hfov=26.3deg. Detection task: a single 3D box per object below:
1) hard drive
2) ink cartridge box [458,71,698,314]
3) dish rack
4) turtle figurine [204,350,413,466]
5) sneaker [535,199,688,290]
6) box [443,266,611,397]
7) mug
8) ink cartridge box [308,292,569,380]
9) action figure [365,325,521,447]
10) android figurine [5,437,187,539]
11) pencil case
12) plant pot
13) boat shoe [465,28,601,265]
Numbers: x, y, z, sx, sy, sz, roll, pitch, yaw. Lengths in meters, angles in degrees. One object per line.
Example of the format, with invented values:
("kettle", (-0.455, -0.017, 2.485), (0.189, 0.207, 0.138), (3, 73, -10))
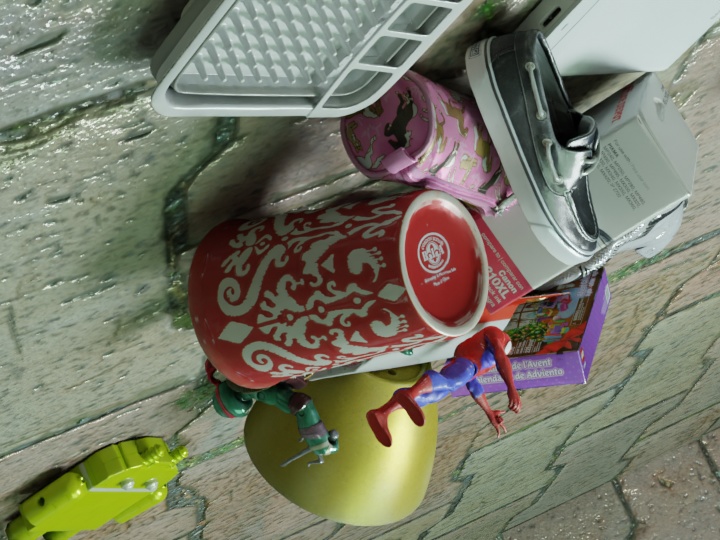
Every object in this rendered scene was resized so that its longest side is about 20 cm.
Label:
("hard drive", (0.211, -0.199, 1.197), (0.199, 0.027, 0.132), (-10, 154, -42))
("ink cartridge box", (0.178, -0.068, 1.297), (0.200, 0.085, 0.145), (-32, -169, 24))
("dish rack", (-0.027, -0.161, 0.952), (0.199, 0.044, 0.172), (-7, 153, -46))
("turtle figurine", (-0.055, 0.086, 1.306), (0.200, 0.150, 0.101), (-34, 142, 13))
("sneaker", (0.256, -0.035, 1.592), (0.199, 0.075, 0.115), (-34, 157, 8))
("box", (0.172, 0.060, 1.561), (0.136, 0.039, 0.200), (-9, -159, 20))
("mug", (-0.007, -0.006, 1.168), (0.199, 0.178, 0.134), (-12, 129, 40))
("ink cartridge box", (0.069, 0.060, 1.400), (0.162, 0.057, 0.199), (-6, 179, -40))
("action figure", (0.094, 0.114, 1.334), (0.065, 0.099, 0.200), (-34, 180, 38))
("android figurine", (-0.271, 0.233, 1.618), (0.199, 0.041, 0.182), (-32, 160, 16))
("pencil case", (0.062, -0.095, 1.162), (0.200, 0.086, 0.083), (13, 107, -59))
("plant pot", (-0.002, 0.134, 1.545), (0.199, 0.200, 0.142), (-9, 133, -42))
("boat shoe", (0.148, -0.092, 1.159), (0.067, 0.201, 0.072), (-13, -152, 28))
